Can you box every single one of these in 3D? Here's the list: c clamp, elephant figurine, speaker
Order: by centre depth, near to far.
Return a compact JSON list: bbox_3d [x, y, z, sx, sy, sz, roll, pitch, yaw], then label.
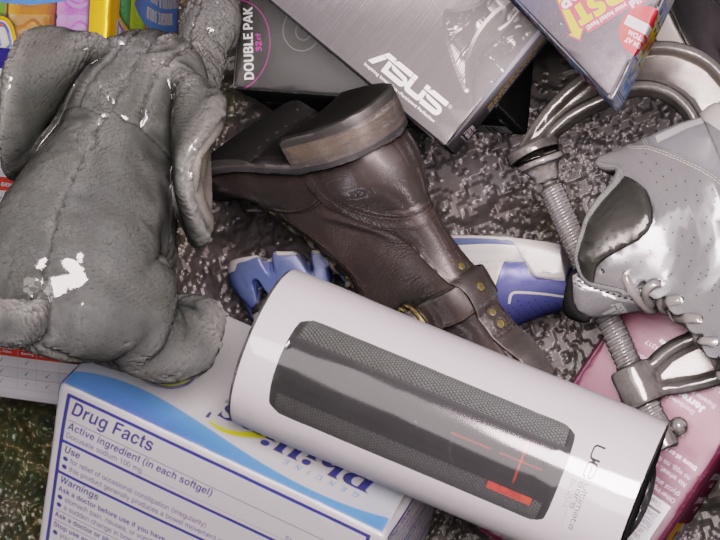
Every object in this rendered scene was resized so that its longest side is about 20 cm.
[{"bbox_3d":[-0.116,-0.057,1.053,0.141,0.155,0.201,17,88,-29],"label":"elephant figurine"},{"bbox_3d":[0.043,0.072,1.054,0.199,0.081,0.082,23,90,11],"label":"speaker"},{"bbox_3d":[0.135,-0.008,1.109,0.170,0.027,0.201,-19,81,11],"label":"c clamp"}]

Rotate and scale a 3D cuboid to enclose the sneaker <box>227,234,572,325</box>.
[{"bbox_3d":[0.027,0.042,1.220,0.198,0.081,0.116,-5,88,18],"label":"sneaker"}]

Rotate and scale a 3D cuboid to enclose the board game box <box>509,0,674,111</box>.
[{"bbox_3d":[0.115,-0.189,1.049,0.199,0.062,0.201,-30,84,9],"label":"board game box"}]

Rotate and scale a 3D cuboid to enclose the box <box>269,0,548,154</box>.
[{"bbox_3d":[0.021,-0.182,1.122,0.200,0.048,0.159,41,94,9],"label":"box"}]

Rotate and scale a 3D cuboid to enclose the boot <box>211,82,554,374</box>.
[{"bbox_3d":[0.000,0.000,1.140,0.069,0.200,0.175,-36,105,-27],"label":"boot"}]

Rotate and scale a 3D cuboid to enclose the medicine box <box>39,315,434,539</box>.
[{"bbox_3d":[-0.066,0.141,1.164,0.181,0.103,0.201,23,128,13],"label":"medicine box"}]

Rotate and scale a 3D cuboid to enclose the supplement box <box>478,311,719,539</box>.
[{"bbox_3d":[0.157,0.075,1.167,0.085,0.110,0.201,34,93,14],"label":"supplement box"}]

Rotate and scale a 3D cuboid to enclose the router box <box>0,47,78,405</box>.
[{"bbox_3d":[-0.222,-0.029,1.182,0.199,0.049,0.181,8,107,11],"label":"router box"}]

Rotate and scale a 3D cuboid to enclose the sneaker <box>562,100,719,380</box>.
[{"bbox_3d":[0.159,0.027,1.063,0.115,0.075,0.201,-16,72,11],"label":"sneaker"}]

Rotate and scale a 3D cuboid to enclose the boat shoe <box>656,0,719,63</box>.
[{"bbox_3d":[0.160,-0.191,1.182,0.060,0.074,0.201,-25,102,20],"label":"boat shoe"}]

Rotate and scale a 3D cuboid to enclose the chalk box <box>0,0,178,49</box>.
[{"bbox_3d":[-0.176,-0.133,1.247,0.123,0.125,0.202,1,87,12],"label":"chalk box"}]

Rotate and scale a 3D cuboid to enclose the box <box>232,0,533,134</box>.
[{"bbox_3d":[0.022,-0.184,1.210,0.147,0.124,0.202,4,87,11],"label":"box"}]
